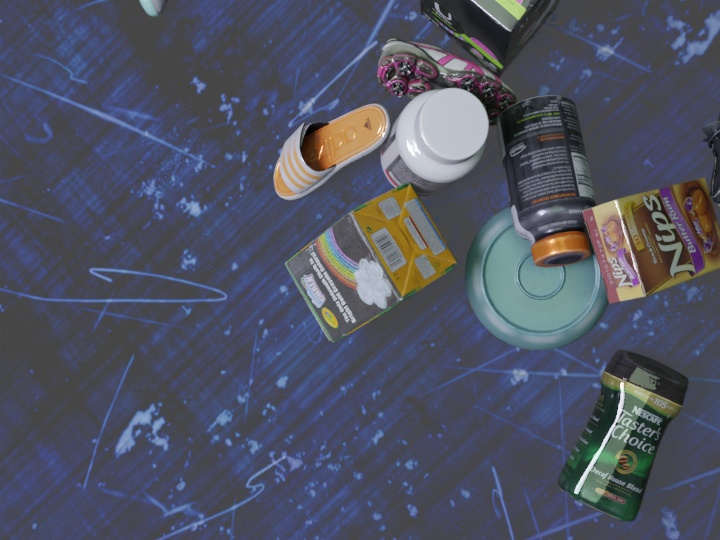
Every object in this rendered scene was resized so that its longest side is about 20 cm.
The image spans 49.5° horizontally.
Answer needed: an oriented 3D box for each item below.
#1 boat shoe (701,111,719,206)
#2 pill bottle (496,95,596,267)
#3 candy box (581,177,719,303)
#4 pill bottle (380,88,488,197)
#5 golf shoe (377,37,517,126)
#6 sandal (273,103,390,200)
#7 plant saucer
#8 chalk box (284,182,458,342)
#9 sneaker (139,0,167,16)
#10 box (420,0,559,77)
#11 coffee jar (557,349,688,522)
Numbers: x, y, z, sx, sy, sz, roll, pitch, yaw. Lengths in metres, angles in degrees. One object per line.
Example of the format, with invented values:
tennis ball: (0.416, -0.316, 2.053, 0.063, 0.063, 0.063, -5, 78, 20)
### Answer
boat shoe: (0.470, -0.181, 0.995, 0.065, 0.075, 0.201, 21, 86, 1)
pill bottle: (0.237, -0.108, 0.986, 0.105, 0.106, 0.202, -8, 74, 6)
candy box: (0.367, -0.039, 0.958, 0.199, 0.056, 0.118, -15, 87, -35)
pill bottle: (0.092, -0.158, 0.967, 0.109, 0.200, 0.112, 0, 87, -7)
golf shoe: (0.119, -0.259, 1.036, 0.198, 0.093, 0.073, 19, 134, -13)
sandal: (-0.055, -0.164, 1.022, 0.206, 0.059, 0.080, -27, 71, 34)
plant saucer: (0.239, 0.006, 1.043, 0.198, 0.027, 0.203, 0, 89, 7)
chalk box: (0.000, 0.000, 1.001, 0.200, 0.124, 0.126, -33, 87, 47)
sneaker: (-0.230, -0.448, 1.077, 0.138, 0.078, 0.203, 7, 90, 7)
box: (0.163, -0.356, 0.972, 0.148, 0.200, 0.125, 40, 93, 5)
coffee jar: (0.336, 0.207, 0.998, 0.103, 0.085, 0.202, 22, 90, 6)
